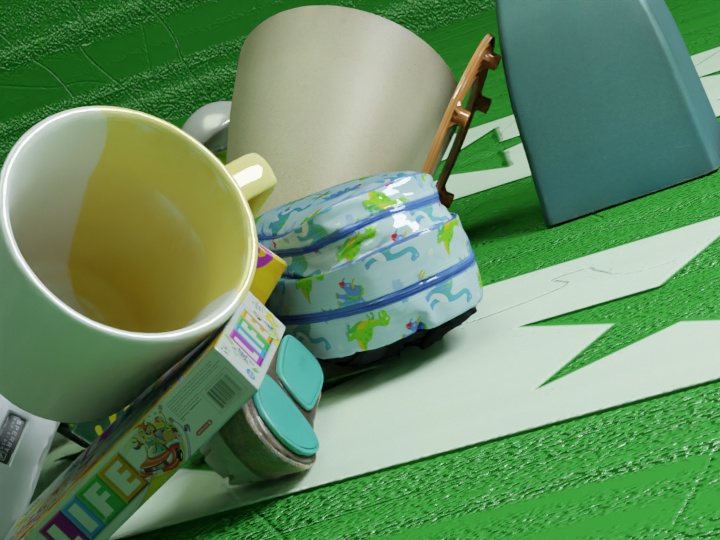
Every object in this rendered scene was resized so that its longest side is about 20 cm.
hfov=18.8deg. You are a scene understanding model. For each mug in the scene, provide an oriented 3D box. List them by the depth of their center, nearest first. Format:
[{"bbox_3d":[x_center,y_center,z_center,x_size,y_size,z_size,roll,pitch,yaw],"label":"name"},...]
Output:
[{"bbox_3d":[-0.138,0.012,1.245,0.185,0.150,0.153,4,-32,-26],"label":"mug"}]

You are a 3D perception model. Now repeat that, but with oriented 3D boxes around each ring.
[{"bbox_3d":[0.070,-0.087,1.689,0.019,0.202,0.200,22,19,5],"label":"ring"}]

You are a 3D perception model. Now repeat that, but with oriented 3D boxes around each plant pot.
[{"bbox_3d":[-0.032,-0.070,1.700,0.186,0.187,0.201,-14,44,35],"label":"plant pot"},{"bbox_3d":[0.184,-0.164,1.701,0.140,0.201,0.141,-18,11,15],"label":"plant pot"}]

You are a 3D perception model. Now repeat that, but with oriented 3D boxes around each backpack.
[{"bbox_3d":[0.000,0.000,1.472,0.162,0.155,0.200,-15,22,-15],"label":"backpack"}]

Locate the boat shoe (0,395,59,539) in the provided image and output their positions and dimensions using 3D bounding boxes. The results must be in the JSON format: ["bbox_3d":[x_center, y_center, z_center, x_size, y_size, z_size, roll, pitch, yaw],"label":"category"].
[{"bbox_3d":[-0.240,0.134,1.348,0.070,0.071,0.201,-52,14,51],"label":"boat shoe"}]

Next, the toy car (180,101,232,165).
[{"bbox_3d":[-0.123,-0.031,1.843,0.200,0.175,0.150,-30,-22,-38],"label":"toy car"}]

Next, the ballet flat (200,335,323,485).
[{"bbox_3d":[-0.061,0.094,1.314,0.067,0.068,0.200,-39,3,10],"label":"ballet flat"}]

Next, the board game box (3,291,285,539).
[{"bbox_3d":[-0.129,0.105,1.227,0.200,0.034,0.135,-45,6,12],"label":"board game box"}]

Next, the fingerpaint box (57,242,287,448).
[{"bbox_3d":[-0.149,0.042,1.465,0.168,0.073,0.200,-59,20,-8],"label":"fingerpaint box"}]
